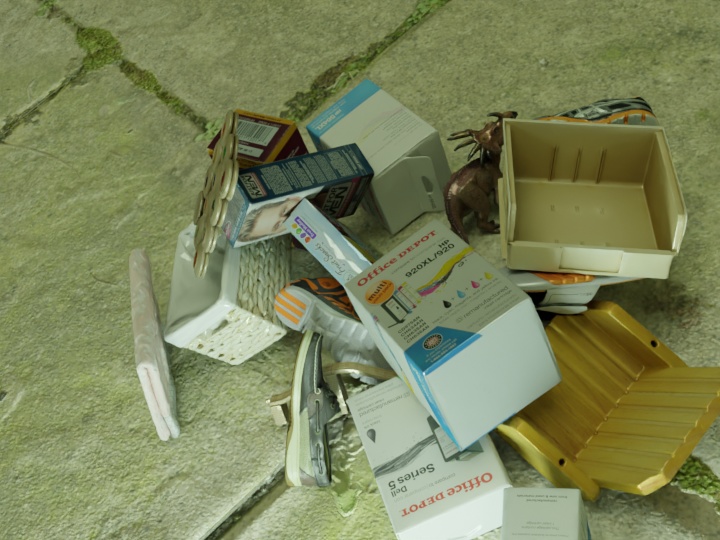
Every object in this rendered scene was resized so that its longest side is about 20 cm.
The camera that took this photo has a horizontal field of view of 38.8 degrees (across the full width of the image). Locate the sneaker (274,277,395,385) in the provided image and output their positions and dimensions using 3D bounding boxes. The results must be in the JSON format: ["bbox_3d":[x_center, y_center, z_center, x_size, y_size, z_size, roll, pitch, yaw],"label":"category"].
[{"bbox_3d":[-0.012,0.069,1.388,0.200,0.078,0.112,38,29,9],"label":"sneaker"}]

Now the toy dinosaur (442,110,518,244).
[{"bbox_3d":[0.155,-0.124,1.434,0.086,0.136,0.200,12,60,28],"label":"toy dinosaur"}]

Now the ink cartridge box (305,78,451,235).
[{"bbox_3d":[0.037,-0.163,1.514,0.125,0.129,0.200,-38,50,-9],"label":"ink cartridge box"}]

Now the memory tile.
[{"bbox_3d":[-0.193,-0.100,1.349,0.017,0.200,0.154,10,45,-17],"label":"memory tile"}]

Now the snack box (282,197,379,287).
[{"bbox_3d":[0.000,0.000,1.365,0.053,0.142,0.200,-46,64,4],"label":"snack box"}]

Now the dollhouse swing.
[{"bbox_3d":[0.276,0.135,1.146,0.182,0.176,0.200,42,73,5],"label":"dollhouse swing"}]

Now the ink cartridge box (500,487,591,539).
[{"bbox_3d":[0.191,0.346,1.052,0.084,0.145,0.200,-2,53,18],"label":"ink cartridge box"}]

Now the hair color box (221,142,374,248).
[{"bbox_3d":[-0.088,-0.103,1.391,0.200,0.100,0.061,-17,63,-31],"label":"hair color box"}]

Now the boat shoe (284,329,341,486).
[{"bbox_3d":[-0.056,0.175,1.289,0.065,0.073,0.201,5,99,5],"label":"boat shoe"}]

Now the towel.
[{"bbox_3d":[-0.282,0.103,1.396,0.032,0.191,0.200,-10,50,-7],"label":"towel"}]

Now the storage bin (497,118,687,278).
[{"bbox_3d":[0.269,-0.087,1.230,0.199,0.094,0.199,4,40,2],"label":"storage bin"}]

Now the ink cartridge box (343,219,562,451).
[{"bbox_3d":[0.103,0.069,1.181,0.147,0.145,0.200,-35,39,-7],"label":"ink cartridge box"}]

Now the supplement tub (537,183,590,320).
[{"bbox_3d":[0.265,-0.040,1.346,0.107,0.107,0.200,6,57,25],"label":"supplement tub"}]

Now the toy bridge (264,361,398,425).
[{"bbox_3d":[-0.031,0.155,1.334,0.200,0.067,0.027,-12,25,12],"label":"toy bridge"}]

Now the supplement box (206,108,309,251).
[{"bbox_3d":[-0.128,-0.131,1.505,0.110,0.200,0.086,17,60,30],"label":"supplement box"}]

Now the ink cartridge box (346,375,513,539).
[{"bbox_3d":[0.087,0.221,1.228,0.145,0.084,0.200,-24,49,1],"label":"ink cartridge box"}]

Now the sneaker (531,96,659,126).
[{"bbox_3d":[0.327,-0.207,1.479,0.199,0.078,0.077,-3,40,15],"label":"sneaker"}]

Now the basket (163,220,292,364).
[{"bbox_3d":[-0.181,0.018,1.440,0.135,0.123,0.200,-32,41,34],"label":"basket"}]

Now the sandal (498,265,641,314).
[{"bbox_3d":[0.257,0.023,1.217,0.206,0.059,0.079,-5,18,-15],"label":"sandal"}]
